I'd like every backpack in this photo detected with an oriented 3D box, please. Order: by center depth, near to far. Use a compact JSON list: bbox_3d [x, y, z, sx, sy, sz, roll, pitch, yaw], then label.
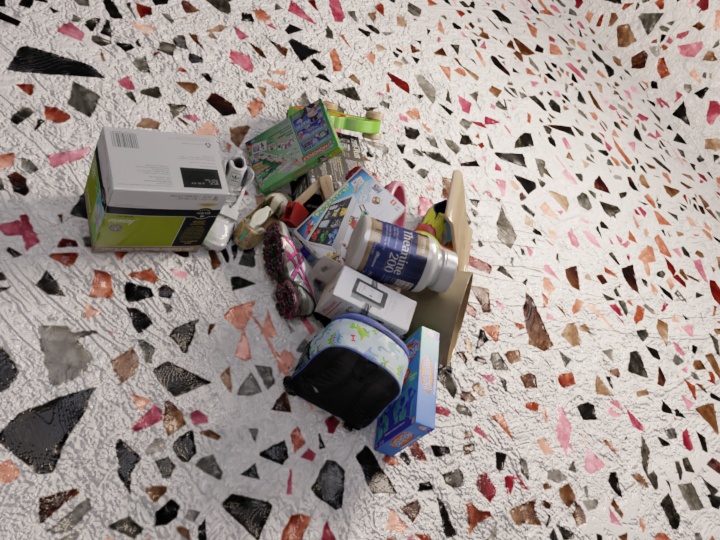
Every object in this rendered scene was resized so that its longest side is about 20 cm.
[{"bbox_3d":[-0.010,0.166,1.178,0.182,0.200,0.148,32,47,-9],"label":"backpack"}]

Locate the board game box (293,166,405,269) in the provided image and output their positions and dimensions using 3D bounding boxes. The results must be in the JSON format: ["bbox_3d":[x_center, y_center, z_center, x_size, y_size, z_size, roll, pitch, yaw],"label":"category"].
[{"bbox_3d":[-0.022,-0.098,1.311,0.126,0.035,0.200,45,77,5],"label":"board game box"}]

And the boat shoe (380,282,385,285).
[{"bbox_3d":[0.000,0.000,1.394,0.072,0.068,0.201,-26,75,-42],"label":"boat shoe"}]

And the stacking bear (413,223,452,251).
[{"bbox_3d":[0.123,-0.037,1.407,0.122,0.113,0.200,53,10,10],"label":"stacking bear"}]

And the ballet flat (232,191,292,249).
[{"bbox_3d":[-0.189,-0.116,1.353,0.070,0.065,0.200,35,46,-3],"label":"ballet flat"}]

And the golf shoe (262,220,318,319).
[{"bbox_3d":[-0.137,-0.002,1.303,0.092,0.072,0.202,-5,76,-43],"label":"golf shoe"}]

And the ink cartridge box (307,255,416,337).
[{"bbox_3d":[-0.009,0.060,1.236,0.199,0.116,0.068,27,63,-10],"label":"ink cartridge box"}]

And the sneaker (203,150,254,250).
[{"bbox_3d":[-0.266,-0.143,1.286,0.075,0.115,0.201,19,51,-21],"label":"sneaker"}]

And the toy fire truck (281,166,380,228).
[{"bbox_3d":[-0.060,-0.150,1.369,0.141,0.049,0.201,37,77,-26],"label":"toy fire truck"}]

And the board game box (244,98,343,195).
[{"bbox_3d":[-0.146,-0.267,1.412,0.029,0.199,0.136,35,31,-63],"label":"board game box"}]

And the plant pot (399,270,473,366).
[{"bbox_3d":[0.146,0.086,1.368,0.133,0.201,0.201,15,45,13],"label":"plant pot"}]

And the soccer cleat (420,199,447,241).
[{"bbox_3d":[0.174,-0.099,1.568,0.064,0.084,0.201,33,47,-9],"label":"soccer cleat"}]

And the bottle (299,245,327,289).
[{"bbox_3d":[-0.043,0.019,1.342,0.200,0.084,0.065,51,46,7],"label":"bottle"}]

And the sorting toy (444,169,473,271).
[{"bbox_3d":[0.234,-0.112,1.585,0.036,0.201,0.186,-2,45,20],"label":"sorting toy"}]

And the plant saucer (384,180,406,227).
[{"bbox_3d":[0.056,-0.098,1.440,0.050,0.202,0.201,8,46,14],"label":"plant saucer"}]

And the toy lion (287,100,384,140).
[{"bbox_3d":[-0.062,-0.352,1.523,0.198,0.069,0.192,15,17,15],"label":"toy lion"}]

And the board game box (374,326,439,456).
[{"bbox_3d":[0.088,0.228,1.233,0.045,0.152,0.201,23,48,-17],"label":"board game box"}]

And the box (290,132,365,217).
[{"bbox_3d":[-0.074,-0.219,1.487,0.163,0.086,0.201,6,56,-30],"label":"box"}]

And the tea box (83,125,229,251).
[{"bbox_3d":[-0.366,-0.136,1.158,0.199,0.197,0.135,-1,60,-35],"label":"tea box"}]

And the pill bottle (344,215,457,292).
[{"bbox_3d":[0.079,-0.024,1.243,0.198,0.111,0.112,17,51,-12],"label":"pill bottle"}]
